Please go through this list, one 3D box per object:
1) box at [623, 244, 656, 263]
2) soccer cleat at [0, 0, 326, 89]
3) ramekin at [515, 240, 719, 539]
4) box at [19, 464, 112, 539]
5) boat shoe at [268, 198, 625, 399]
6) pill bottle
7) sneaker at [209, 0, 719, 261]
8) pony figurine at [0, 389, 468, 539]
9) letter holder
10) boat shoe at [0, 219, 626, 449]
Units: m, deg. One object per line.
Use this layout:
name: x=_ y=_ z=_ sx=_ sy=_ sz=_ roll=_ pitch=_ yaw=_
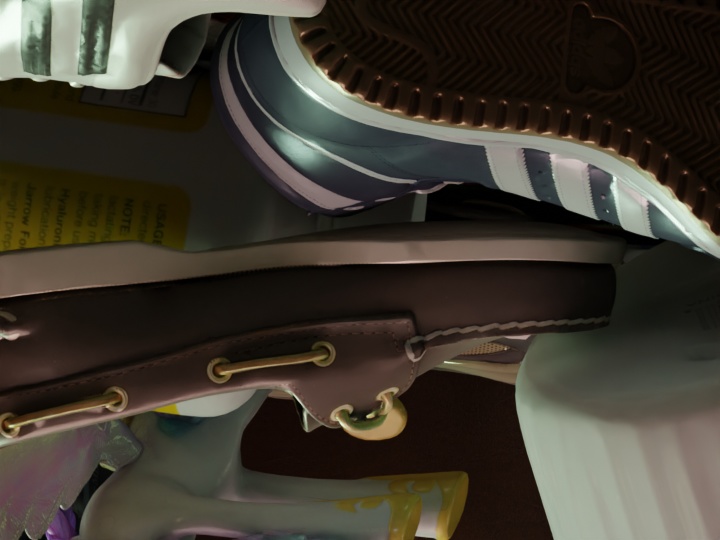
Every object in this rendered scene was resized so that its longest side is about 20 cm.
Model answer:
box: x=0.082 y=0.021 z=1.143 sx=0.199 sy=0.048 sz=0.122 roll=3 pitch=168 yaw=33
soccer cleat: x=-0.085 y=-0.074 z=0.743 sx=0.085 sy=0.069 sz=0.200 roll=29 pitch=155 yaw=-31
ramekin: x=0.142 y=0.042 z=0.852 sx=0.199 sy=0.098 sz=0.201 roll=-20 pitch=-167 yaw=5
box: x=-0.155 y=0.116 z=1.190 sx=0.117 sy=0.197 sz=0.200 roll=-15 pitch=129 yaw=24
boat shoe: x=0.000 y=0.000 z=1.073 sx=0.199 sy=0.075 sz=0.073 roll=-5 pitch=152 yaw=28
pill bottle: x=-0.081 y=-0.013 z=0.934 sx=0.199 sy=0.112 sz=0.111 roll=8 pitch=169 yaw=5
sneaker: x=0.054 y=-0.040 z=0.797 sx=0.199 sy=0.070 sz=0.108 roll=18 pitch=164 yaw=-20
pony figurine: x=-0.079 y=0.089 z=1.024 sx=0.199 sy=0.193 sz=0.167 roll=14 pitch=128 yaw=13
letter holder: x=0.007 y=0.108 z=1.146 sx=0.199 sy=0.143 sz=0.101 roll=6 pitch=169 yaw=23
boat shoe: x=-0.020 y=0.018 z=0.846 sx=0.199 sy=0.060 sz=0.072 roll=-4 pitch=-179 yaw=-6
